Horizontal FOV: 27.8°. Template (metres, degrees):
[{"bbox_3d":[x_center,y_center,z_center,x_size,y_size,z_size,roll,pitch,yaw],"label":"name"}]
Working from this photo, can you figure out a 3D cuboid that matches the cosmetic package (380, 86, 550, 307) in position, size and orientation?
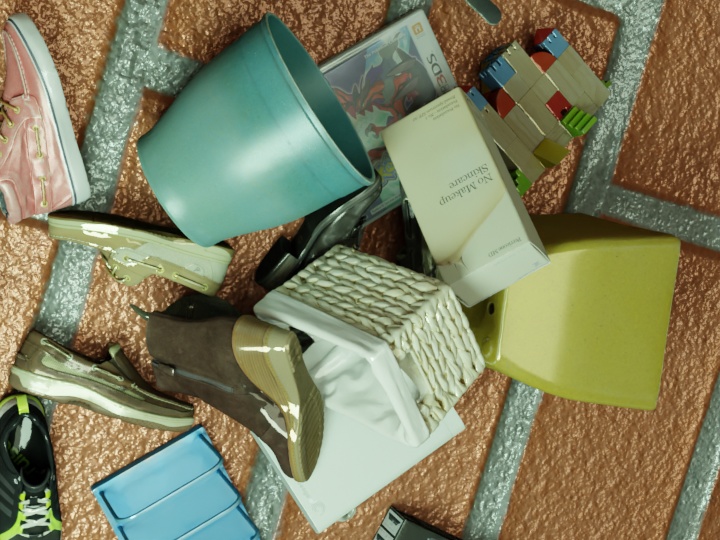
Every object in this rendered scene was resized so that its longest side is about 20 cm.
[{"bbox_3d":[0.108,-0.077,1.520,0.103,0.201,0.073,-30,152,13],"label":"cosmetic package"}]

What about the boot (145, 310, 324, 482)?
[{"bbox_3d":[-0.129,0.127,1.511,0.072,0.165,0.201,-56,144,-49],"label":"boot"}]

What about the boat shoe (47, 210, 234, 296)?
[{"bbox_3d":[-0.231,-0.016,1.518,0.199,0.074,0.067,13,98,-18],"label":"boat shoe"}]

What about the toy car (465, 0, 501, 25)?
[{"bbox_3d":[0.107,-0.358,1.554,0.200,0.157,0.165,37,75,-34],"label":"toy car"}]

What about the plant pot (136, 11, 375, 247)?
[{"bbox_3d":[-0.116,-0.125,1.477,0.187,0.200,0.201,-32,111,10],"label":"plant pot"}]

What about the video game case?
[{"bbox_3d":[0.023,-0.163,1.615,0.199,0.023,0.183,-32,109,-13],"label":"video game case"}]

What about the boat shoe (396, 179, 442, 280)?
[{"bbox_3d":[0.073,-0.017,1.641,0.065,0.072,0.202,6,117,16],"label":"boat shoe"}]

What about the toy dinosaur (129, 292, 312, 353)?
[{"bbox_3d":[-0.159,0.071,1.573,0.199,0.077,0.103,28,74,-14],"label":"toy dinosaur"}]

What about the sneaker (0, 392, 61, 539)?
[{"bbox_3d":[-0.349,0.225,1.511,0.071,0.083,0.202,-10,103,-18],"label":"sneaker"}]

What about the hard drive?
[{"bbox_3d":[-0.001,0.172,1.583,0.199,0.026,0.132,-34,90,-15],"label":"hard drive"}]

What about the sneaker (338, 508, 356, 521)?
[{"bbox_3d":[-0.043,0.187,1.620,0.074,0.087,0.201,-25,106,-13],"label":"sneaker"}]

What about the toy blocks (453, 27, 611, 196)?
[{"bbox_3d":[0.184,-0.195,1.640,0.137,0.100,0.200,47,71,-13],"label":"toy blocks"}]

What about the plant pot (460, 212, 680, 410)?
[{"bbox_3d":[0.205,0.039,1.613,0.199,0.195,0.196,2,99,-29],"label":"plant pot"}]

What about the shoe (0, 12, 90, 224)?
[{"bbox_3d":[-0.341,-0.149,1.452,0.091,0.071,0.201,-22,111,-22],"label":"shoe"}]

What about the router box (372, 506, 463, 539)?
[{"bbox_3d":[0.086,0.392,1.724,0.199,0.052,0.158,29,89,-23],"label":"router box"}]

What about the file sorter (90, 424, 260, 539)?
[{"bbox_3d":[-0.176,0.299,1.570,0.138,0.123,0.201,-29,109,-13],"label":"file sorter"}]

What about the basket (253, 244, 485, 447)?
[{"bbox_3d":[0.012,0.069,1.483,0.123,0.199,0.136,-43,127,-23],"label":"basket"}]

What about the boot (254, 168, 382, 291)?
[{"bbox_3d":[0.000,0.000,1.602,0.174,0.069,0.200,38,111,-23],"label":"boot"}]

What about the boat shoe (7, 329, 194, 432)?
[{"bbox_3d":[-0.262,0.113,1.531,0.201,0.075,0.075,18,88,-22],"label":"boat shoe"}]
